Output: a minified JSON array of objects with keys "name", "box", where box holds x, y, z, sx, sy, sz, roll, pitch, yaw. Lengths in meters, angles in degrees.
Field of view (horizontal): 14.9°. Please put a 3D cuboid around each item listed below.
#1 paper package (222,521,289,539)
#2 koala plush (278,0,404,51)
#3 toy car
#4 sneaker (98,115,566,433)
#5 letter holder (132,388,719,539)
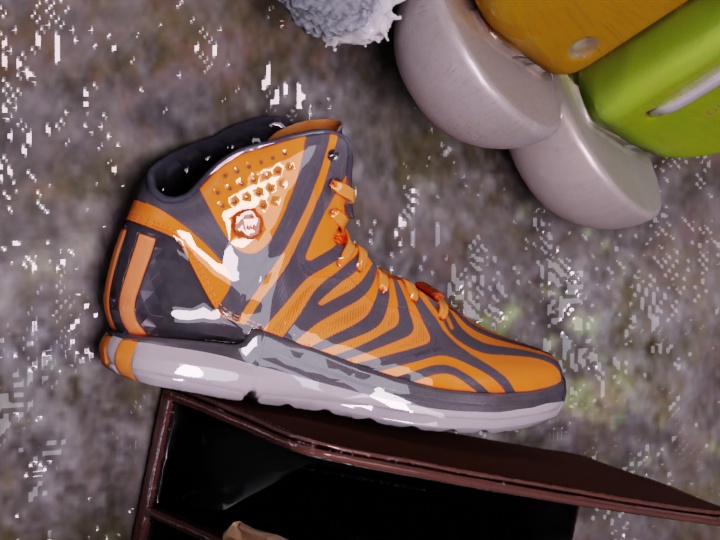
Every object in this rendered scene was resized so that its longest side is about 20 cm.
[{"name":"paper package","box":[-0.013,0.225,0.937,0.200,0.103,0.191,46,72,-33]},{"name":"koala plush","box":[-0.032,-0.190,1.003,0.177,0.184,0.201,20,98,-27]},{"name":"toy car","box":[0.108,-0.125,1.088,0.175,0.150,0.200,-33,143,21]},{"name":"sneaker","box":[0.000,0.000,1.079,0.199,0.078,0.113,10,92,-28]},{"name":"letter holder","box":[0.029,0.116,1.069,0.199,0.142,0.101,12,90,-28]}]
